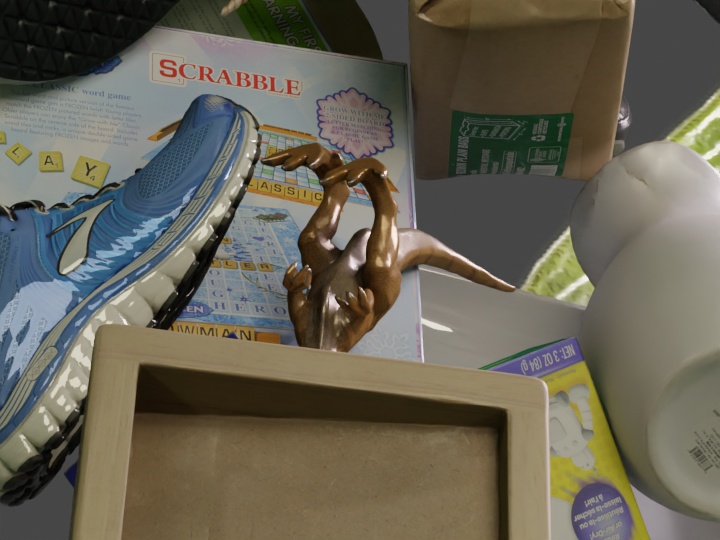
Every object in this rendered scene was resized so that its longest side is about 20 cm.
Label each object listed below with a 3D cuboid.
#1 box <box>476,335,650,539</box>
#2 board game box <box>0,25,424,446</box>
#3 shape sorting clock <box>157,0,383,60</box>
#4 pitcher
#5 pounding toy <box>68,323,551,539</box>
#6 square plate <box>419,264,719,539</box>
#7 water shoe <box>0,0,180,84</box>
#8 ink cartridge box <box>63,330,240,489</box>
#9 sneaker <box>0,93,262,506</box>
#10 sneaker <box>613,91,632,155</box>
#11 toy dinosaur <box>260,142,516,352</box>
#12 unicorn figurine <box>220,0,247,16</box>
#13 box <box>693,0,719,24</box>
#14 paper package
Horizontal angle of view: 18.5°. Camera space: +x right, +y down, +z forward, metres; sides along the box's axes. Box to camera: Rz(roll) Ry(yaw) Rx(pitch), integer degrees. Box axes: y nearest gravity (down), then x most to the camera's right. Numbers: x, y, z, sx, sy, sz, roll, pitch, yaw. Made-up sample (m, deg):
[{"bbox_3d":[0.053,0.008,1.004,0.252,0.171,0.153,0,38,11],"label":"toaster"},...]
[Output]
[{"bbox_3d":[0.067,0.140,0.893,0.117,0.048,0.201,-19,89,-31],"label":"box"},{"bbox_3d":[-0.073,-0.015,0.958,0.199,0.041,0.201,8,56,-15],"label":"board game box"},{"bbox_3d":[-0.081,-0.102,1.061,0.199,0.039,0.201,9,57,-14],"label":"shape sorting clock"},{"bbox_3d":[0.171,0.044,0.987,0.171,0.121,0.200,43,16,-15],"label":"pitcher"},{"bbox_3d":[-0.005,0.144,0.752,0.199,0.142,0.185,7,55,-7],"label":"pounding toy"},{"bbox_3d":[0.087,0.095,1.006,0.197,0.028,0.201,15,48,-21],"label":"square plate"},{"bbox_3d":[-0.113,-0.149,0.973,0.079,0.072,0.200,34,54,31],"label":"water shoe"},{"bbox_3d":[-0.031,0.130,0.848,0.200,0.095,0.037,54,12,14],"label":"ink cartridge box"},{"bbox_3d":[-0.110,-0.007,0.866,0.089,0.079,0.200,35,55,2],"label":"sneaker"},{"bbox_3d":[0.092,-0.150,1.181,0.075,0.079,0.201,-9,61,-36],"label":"sneaker"},{"bbox_3d":[0.000,0.000,0.901,0.060,0.107,0.200,0,24,24],"label":"toy dinosaur"},{"bbox_3d":[-0.015,-0.194,1.084,0.200,0.074,0.138,-1,64,-61],"label":"unicorn figurine"},{"bbox_3d":[0.218,-0.222,1.255,0.148,0.107,0.200,44,22,9],"label":"box"},{"bbox_3d":[0.075,-0.159,1.045,0.103,0.200,0.192,3,71,3],"label":"paper package"}]
